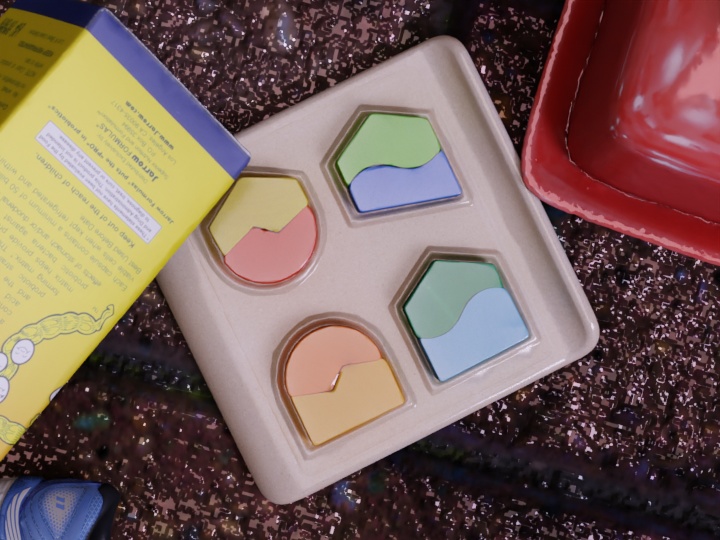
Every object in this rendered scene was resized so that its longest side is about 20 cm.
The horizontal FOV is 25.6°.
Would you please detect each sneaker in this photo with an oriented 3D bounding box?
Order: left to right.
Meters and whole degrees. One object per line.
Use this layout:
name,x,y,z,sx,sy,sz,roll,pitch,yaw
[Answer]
sneaker,-0.140,0.203,0.807,0.089,0.079,0.201,-8,90,3

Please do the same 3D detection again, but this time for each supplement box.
supplement box,-0.169,-0.021,0.753,0.200,0.109,0.110,-51,122,-9

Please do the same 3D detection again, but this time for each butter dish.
butter dish,0.197,-0.104,0.761,0.198,0.148,0.201,19,90,1

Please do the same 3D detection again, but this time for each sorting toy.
sorting toy,0.000,0.000,0.822,0.199,0.036,0.186,-26,90,1
